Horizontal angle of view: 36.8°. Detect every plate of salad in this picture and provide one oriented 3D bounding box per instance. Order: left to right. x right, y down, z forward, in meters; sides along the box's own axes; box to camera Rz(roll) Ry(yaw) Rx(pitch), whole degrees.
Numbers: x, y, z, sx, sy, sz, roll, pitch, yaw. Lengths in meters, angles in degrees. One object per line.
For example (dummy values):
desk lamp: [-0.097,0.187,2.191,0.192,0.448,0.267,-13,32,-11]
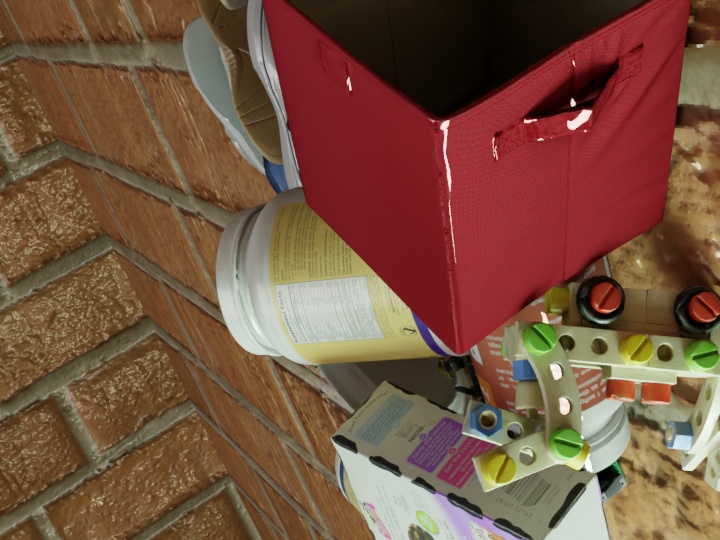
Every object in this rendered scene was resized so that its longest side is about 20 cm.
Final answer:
plate of salad: [0.021,0.085,1.002,0.048,0.199,0.201,-47,69,31]

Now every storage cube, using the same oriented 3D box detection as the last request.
storage cube: [0.065,-0.096,0.629,0.200,0.170,0.181,45,157,36]

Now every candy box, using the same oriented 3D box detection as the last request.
candy box: [0.089,0.193,0.817,0.199,0.071,0.169,20,142,41]

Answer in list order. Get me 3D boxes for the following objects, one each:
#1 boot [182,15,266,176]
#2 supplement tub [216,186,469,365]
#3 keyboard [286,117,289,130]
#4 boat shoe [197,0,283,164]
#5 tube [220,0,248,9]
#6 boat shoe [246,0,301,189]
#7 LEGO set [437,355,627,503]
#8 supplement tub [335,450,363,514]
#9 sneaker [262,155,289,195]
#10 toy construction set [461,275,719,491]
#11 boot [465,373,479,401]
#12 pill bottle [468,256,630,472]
boot: [-0.138,-0.184,1.175,0.201,0.073,0.095,60,164,-24]
supplement tub: [0.000,0.000,0.861,0.198,0.146,0.147,-6,121,28]
keyboard: [-0.012,-0.141,0.862,0.126,0.021,0.202,14,129,19]
boat shoe: [-0.099,-0.200,1.080,0.069,0.070,0.202,23,-134,-83]
tube: [-0.166,-0.341,1.043,0.201,0.058,0.052,51,135,12]
boat shoe: [-0.043,-0.164,0.980,0.066,0.073,0.202,0,111,43]
LEGO set: [0.123,0.144,0.925,0.153,0.115,0.202,15,132,65]
supplement tub: [0.076,0.231,1.143,0.200,0.144,0.146,32,148,54]
sneaker: [-0.037,-0.085,1.084,0.074,0.082,0.201,27,-158,-42]
toy construction set: [0.162,0.075,0.664,0.092,0.198,0.133,157,120,-68]
boot: [0.099,0.177,1.023,0.076,0.106,0.201,90,162,-45]
pill bottle: [0.129,0.043,0.765,0.112,0.111,0.202,29,145,57]
